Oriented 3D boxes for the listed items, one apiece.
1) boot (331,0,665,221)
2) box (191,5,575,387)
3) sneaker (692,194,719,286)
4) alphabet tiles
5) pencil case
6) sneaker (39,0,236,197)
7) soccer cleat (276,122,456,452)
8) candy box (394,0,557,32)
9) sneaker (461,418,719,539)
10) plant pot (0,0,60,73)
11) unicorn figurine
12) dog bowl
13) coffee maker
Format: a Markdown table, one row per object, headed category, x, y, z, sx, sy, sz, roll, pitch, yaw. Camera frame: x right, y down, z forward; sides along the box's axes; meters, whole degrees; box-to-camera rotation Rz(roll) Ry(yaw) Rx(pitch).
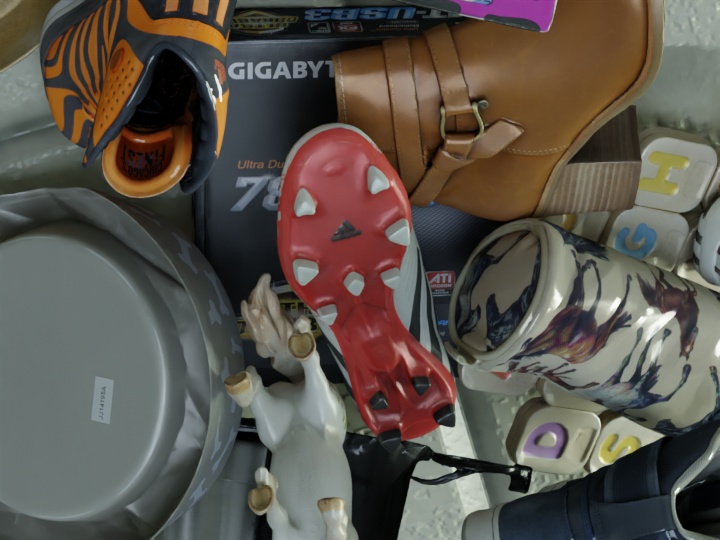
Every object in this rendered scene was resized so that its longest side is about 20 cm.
| category | x | y | z | sx | sy | sz | roll | pitch | yaw |
| --- | --- | --- | --- | --- | --- | --- | --- | --- | --- |
| boot | 0.063 | -0.104 | 1.299 | 0.154 | 0.074 | 0.201 | 1 | 126 | -3 |
| box | 0.011 | -0.038 | 1.404 | 0.199 | 0.050 | 0.199 | -2 | 120 | -8 |
| sneaker | 0.281 | -0.004 | 1.405 | 0.199 | 0.116 | 0.076 | -14 | 123 | -16 |
| alphabet tiles | 0.152 | 0.022 | 1.440 | 0.195 | 0.015 | 0.201 | 11 | 112 | -30 |
| pencil case | 0.132 | 0.038 | 1.380 | 0.199 | 0.078 | 0.090 | 22 | 88 | -35 |
| sneaker | -0.111 | -0.078 | 1.277 | 0.077 | 0.113 | 0.200 | 12 | 154 | -14 |
| soccer cleat | 0.000 | 0.000 | 1.338 | 0.068 | 0.085 | 0.200 | -21 | 129 | 1 |
| candy box | 0.000 | -0.191 | 1.188 | 0.199 | 0.061 | 0.137 | 10 | 99 | -23 |
| sneaker | 0.152 | 0.128 | 1.390 | 0.146 | 0.202 | 0.077 | -21 | 83 | 20 |
| plant pot | -0.223 | -0.179 | 1.306 | 0.199 | 0.028 | 0.201 | -3 | 118 | -6 |
| unicorn figurine | -0.031 | 0.115 | 1.319 | 0.073 | 0.201 | 0.137 | 6 | 156 | 10 |
| dog bowl | -0.146 | 0.052 | 1.367 | 0.199 | 0.059 | 0.201 | 3 | 97 | 28 |
| coffee maker | -0.028 | 0.184 | 1.411 | 0.191 | 0.135 | 0.201 | 4 | 81 | 25 |
